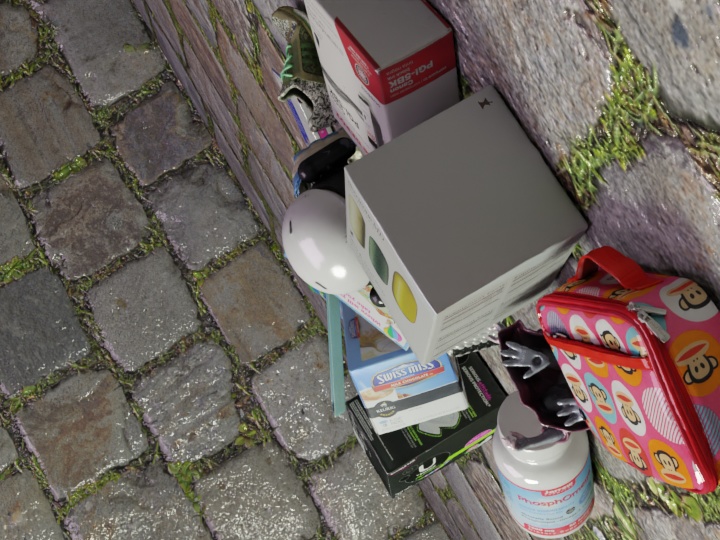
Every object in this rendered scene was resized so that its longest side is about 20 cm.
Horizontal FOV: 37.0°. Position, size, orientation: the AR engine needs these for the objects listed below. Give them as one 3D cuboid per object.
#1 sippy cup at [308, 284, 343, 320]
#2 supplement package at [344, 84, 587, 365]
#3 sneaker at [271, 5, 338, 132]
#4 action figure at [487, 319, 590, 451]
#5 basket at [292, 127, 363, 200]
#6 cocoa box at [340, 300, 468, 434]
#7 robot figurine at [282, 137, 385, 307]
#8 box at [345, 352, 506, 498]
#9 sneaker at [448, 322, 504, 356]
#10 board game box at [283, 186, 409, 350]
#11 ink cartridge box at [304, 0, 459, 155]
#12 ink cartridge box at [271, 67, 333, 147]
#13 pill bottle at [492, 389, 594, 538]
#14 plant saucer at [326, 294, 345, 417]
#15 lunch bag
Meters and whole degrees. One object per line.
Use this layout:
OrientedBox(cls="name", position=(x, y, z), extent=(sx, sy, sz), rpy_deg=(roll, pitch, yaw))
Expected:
OrientedBox(cls="sippy cup", position=(0.001, 0.021, 1.628), extent=(0.178, 0.140, 0.131), rpy_deg=(33, -162, -51))
OrientedBox(cls="supplement package", position=(0.085, -0.033, 0.973), extent=(0.152, 0.150, 0.200), rpy_deg=(58, 171, 14))
OrientedBox(cls="sneaker", position=(-0.075, -0.255, 1.368), extent=(0.200, 0.088, 0.077), rpy_deg=(56, 171, 25))
OrientedBox(cls="action figure", position=(0.196, 0.097, 1.042), extent=(0.200, 0.148, 0.135), rpy_deg=(25, -128, -71))
OrientedBox(cls="basket", position=(-0.003, -0.080, 1.360), extent=(0.177, 0.139, 0.200), rpy_deg=(61, 175, -29))
OrientedBox(cls="cocoa box", position=(0.054, 0.092, 1.456), extent=(0.200, 0.133, 0.132), rpy_deg=(-98, -11, -50))
OrientedBox(cls="robot figurine", position=(0.008, -0.055, 1.162), extent=(0.150, 0.200, 0.125), rpy_deg=(36, 141, 29))
OrientedBox(cls="box", position=(0.097, 0.211, 1.548), extent=(0.125, 0.199, 0.149), rpy_deg=(58, 171, 24))
OrientedBox(cls="sneaker", position=(0.132, 0.048, 1.291), extent=(0.200, 0.075, 0.081), rpy_deg=(84, 171, -69))
OrientedBox(cls="board game box", position=(0.000, 0.000, 1.306), extent=(0.200, 0.034, 0.135), rpy_deg=(38, 152, 9))
OrientedBox(cls="ink cartridge box", position=(0.025, -0.186, 1.038), extent=(0.147, 0.083, 0.200), rpy_deg=(54, 169, 31))
OrientedBox(cls="ink cartridge box", position=(-0.072, -0.219, 1.655), extent=(0.201, 0.037, 0.095), rpy_deg=(63, 172, -33))
OrientedBox(cls="pill bottle", position=(0.209, 0.218, 1.233), extent=(0.109, 0.108, 0.200), rpy_deg=(53, 170, 39))
OrientedBox(cls="plant saucer", position=(-0.035, 0.097, 1.491), extent=(0.070, 0.019, 0.201), rpy_deg=(-130, 36, -83))
OrientedBox(cls="lunch bag", position=(0.214, 0.065, 0.819), extent=(0.177, 0.082, 0.200), rpy_deg=(65, 169, -7))
